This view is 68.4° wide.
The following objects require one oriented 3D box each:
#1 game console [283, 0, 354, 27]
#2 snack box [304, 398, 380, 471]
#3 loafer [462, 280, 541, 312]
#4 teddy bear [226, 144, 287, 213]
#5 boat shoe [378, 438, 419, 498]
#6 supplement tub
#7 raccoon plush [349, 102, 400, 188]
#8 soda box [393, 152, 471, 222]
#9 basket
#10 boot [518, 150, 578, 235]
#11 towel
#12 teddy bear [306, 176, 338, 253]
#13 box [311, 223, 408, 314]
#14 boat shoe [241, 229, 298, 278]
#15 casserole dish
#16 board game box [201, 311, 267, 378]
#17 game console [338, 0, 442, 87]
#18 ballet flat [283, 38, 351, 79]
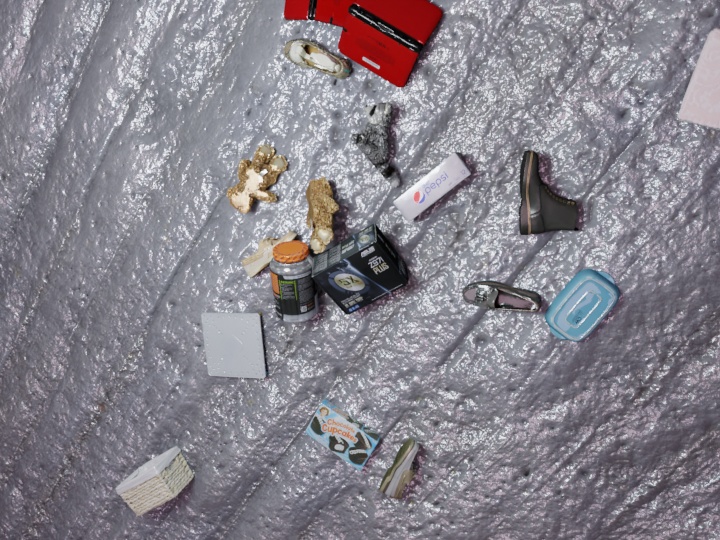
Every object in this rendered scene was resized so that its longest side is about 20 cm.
[{"bbox_3d":[-0.092,-0.728,1.337,0.170,0.119,0.202,6,105,-17],"label":"game console"},{"bbox_3d":[-0.053,0.482,1.557,0.199,0.037,0.117,32,108,9],"label":"snack box"},{"bbox_3d":[0.355,0.069,1.338,0.198,0.063,0.073,7,103,15],"label":"loafer"},{"bbox_3d":[-0.285,-0.252,1.473,0.144,0.067,0.202,22,100,2],"label":"teddy bear"},{"bbox_3d":[0.124,0.564,1.506,0.068,0.075,0.201,28,114,3],"label":"boat shoe"},{"bbox_3d":[-0.179,0.029,1.435,0.121,0.123,0.202,7,120,15],"label":"supplement tub"},{"bbox_3d":[0.068,-0.331,1.354,0.134,0.097,0.200,-42,117,6],"label":"raccoon plush"},{"bbox_3d":[0.181,-0.209,1.334,0.199,0.063,0.068,-38,90,20],"label":"soda box"},{"bbox_3d":[-0.666,0.690,1.732,0.199,0.136,0.124,-33,93,20],"label":"basket"},{"bbox_3d":[0.450,-0.186,1.260,0.137,0.078,0.202,0,114,12],"label":"boot"},{"bbox_3d":[0.810,-0.392,1.126,0.198,0.032,0.193,20,107,13],"label":"towel"},{"bbox_3d":[-0.099,-0.144,1.390,0.066,0.201,0.146,3,135,-20],"label":"teddy bear"},{"bbox_3d":[0.000,0.000,1.383,0.199,0.087,0.164,-27,123,19],"label":"box"},{"bbox_3d":[-0.262,-0.058,1.492,0.199,0.074,0.069,-38,95,20],"label":"boat shoe"},{"bbox_3d":[0.544,0.091,1.300,0.121,0.039,0.201,37,110,7],"label":"casserole dish"},{"bbox_3d":[-0.381,0.224,1.610,0.198,0.026,0.202,-1,101,17],"label":"board game box"},{"bbox_3d":[0.070,-0.587,1.303,0.199,0.119,0.173,32,139,4],"label":"game console"},{"bbox_3d":[-0.119,-0.545,1.351,0.198,0.075,0.068,25,108,11],"label":"ballet flat"}]
